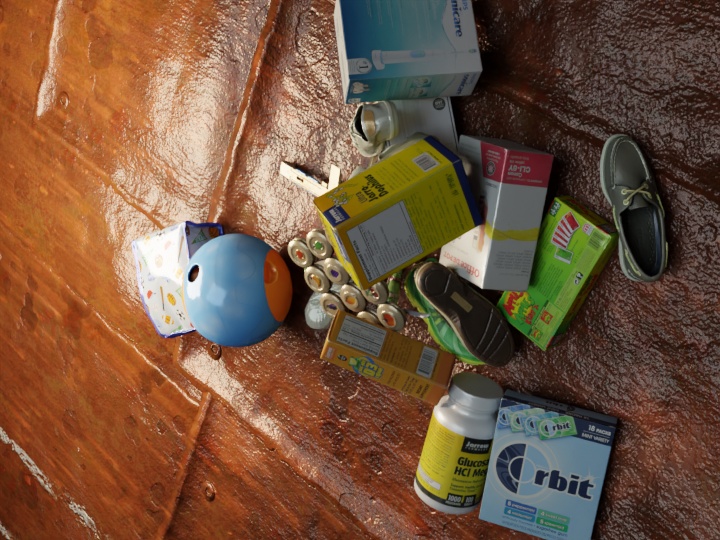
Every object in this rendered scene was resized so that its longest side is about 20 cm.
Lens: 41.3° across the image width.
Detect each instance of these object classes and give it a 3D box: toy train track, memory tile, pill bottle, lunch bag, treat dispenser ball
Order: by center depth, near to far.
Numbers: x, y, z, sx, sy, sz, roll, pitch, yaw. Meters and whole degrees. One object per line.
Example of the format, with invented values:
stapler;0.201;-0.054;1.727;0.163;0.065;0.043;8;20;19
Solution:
memory tile;-0.024;0.022;1.478;0.152;0.017;0.201;-20;108;47
pill bottle;0.158;0.268;1.496;0.112;0.112;0.203;26;113;33
toy train track;-0.067;-0.145;1.667;0.199;0.032;0.116;33;124;37
treat dispenser ball;-0.221;0.036;1.708;0.199;0.200;0.204;7;102;38
lunch bag;-0.341;0.021;1.857;0.169;0.123;0.203;-17;79;39

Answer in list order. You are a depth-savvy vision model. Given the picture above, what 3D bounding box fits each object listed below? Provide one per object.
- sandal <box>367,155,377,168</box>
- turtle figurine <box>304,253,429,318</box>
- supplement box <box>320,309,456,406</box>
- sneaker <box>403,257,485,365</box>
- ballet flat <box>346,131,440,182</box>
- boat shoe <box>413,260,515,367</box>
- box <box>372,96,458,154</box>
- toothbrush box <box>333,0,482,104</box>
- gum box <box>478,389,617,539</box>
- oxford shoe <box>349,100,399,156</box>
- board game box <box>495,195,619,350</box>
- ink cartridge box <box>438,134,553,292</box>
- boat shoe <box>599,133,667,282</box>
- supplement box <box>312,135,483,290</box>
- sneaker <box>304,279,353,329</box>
sandal;0.060;-0.207;1.529;0.069;0.078;0.214;16;95;-4
turtle figurine;0.000;0.000;1.508;0.193;0.144;0.201;-30;34;29
supplement box;0.041;0.133;1.463;0.198;0.069;0.067;23;145;2
sneaker;0.144;0.064;1.499;0.201;0.074;0.084;52;129;21
ballet flat;0.030;-0.139;1.405;0.199;0.070;0.070;-34;73;-4
boat shoe;0.156;0.059;1.436;0.075;0.075;0.203;-41;106;-2
box;0.086;-0.219;1.469;0.060;0.115;0.203;178;82;-82
toothbrush box;0.067;-0.334;1.397;0.085;0.197;0.149;108;154;-75
gum box;0.277;0.296;1.417;0.168;0.045;0.203;13;107;17
oxford shoe;0.009;-0.211;1.419;0.200;0.057;0.076;176;82;-80
board game box;0.286;0.004;1.390;0.101;0.047;0.202;40;120;28
ink cartridge box;0.193;-0.084;1.387;0.145;0.082;0.203;-145;61;-63
boat shoe;0.372;-0.084;1.282;0.071;0.060;0.205;-12;94;-1
supplement box;0.051;-0.082;1.333;0.110;0.198;0.110;65;172;-32
sneaker;-0.025;0.016;1.638;0.072;0.072;0.201;40;107;6
